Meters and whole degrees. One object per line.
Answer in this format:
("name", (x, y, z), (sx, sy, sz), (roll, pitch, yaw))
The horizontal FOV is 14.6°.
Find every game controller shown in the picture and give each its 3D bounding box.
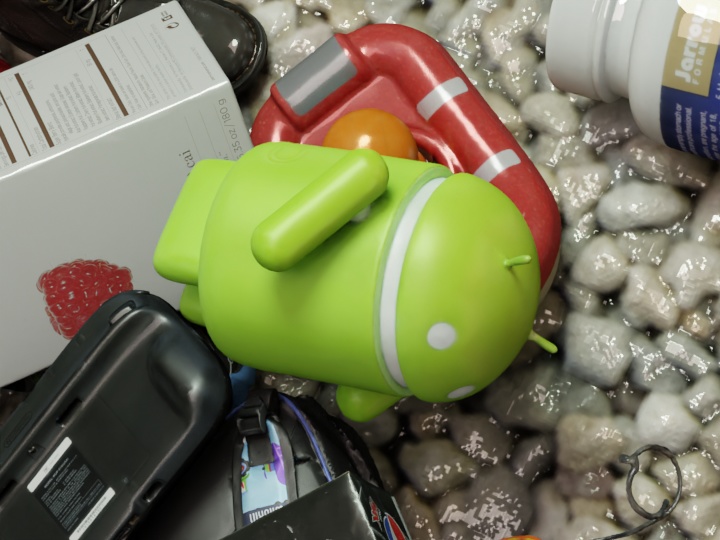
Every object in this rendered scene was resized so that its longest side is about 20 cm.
("game controller", (-0.148, 0.107, 1.435), (0.104, 0.042, 0.200), (43, 98, 30))

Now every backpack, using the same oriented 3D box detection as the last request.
("backpack", (-0.047, 0.188, 1.463), (0.182, 0.135, 0.200), (-34, 67, 11))

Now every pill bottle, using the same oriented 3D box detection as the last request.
("pill bottle", (0.205, -0.114, 1.472), (0.200, 0.120, 0.120), (16, 82, 21))

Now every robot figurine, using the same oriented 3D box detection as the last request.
("robot figurine", (0.000, 0.000, 1.399), (0.200, 0.176, 0.116), (10, 60, 24))

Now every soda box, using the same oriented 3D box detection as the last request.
("soda box", (-0.067, 0.176, 1.365), (0.200, 0.063, 0.071), (-29, 66, 13))

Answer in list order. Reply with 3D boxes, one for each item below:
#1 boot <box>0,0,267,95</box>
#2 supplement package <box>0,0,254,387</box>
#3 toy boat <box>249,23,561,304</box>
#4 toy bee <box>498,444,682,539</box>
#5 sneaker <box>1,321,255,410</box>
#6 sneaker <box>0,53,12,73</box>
("boot", (-0.166, -0.155, 1.569), (0.200, 0.174, 0.069), (13, 80, 20))
("supplement package", (-0.157, -0.037, 1.513), (0.200, 0.121, 0.120), (-24, 32, -6))
("toy boat", (0.017, -0.047, 1.508), (0.130, 0.131, 0.200), (-38, 68, 5))
("toy bee", (0.082, 0.185, 1.455), (0.109, 0.200, 0.131), (-6, 110, 44))
("sneaker", (-0.157, 0.040, 1.566), (0.199, 0.083, 0.071), (11, 87, 21))
("sneaker", (-0.280, -0.104, 1.596), (0.078, 0.200, 0.116), (-51, 60, 29))
